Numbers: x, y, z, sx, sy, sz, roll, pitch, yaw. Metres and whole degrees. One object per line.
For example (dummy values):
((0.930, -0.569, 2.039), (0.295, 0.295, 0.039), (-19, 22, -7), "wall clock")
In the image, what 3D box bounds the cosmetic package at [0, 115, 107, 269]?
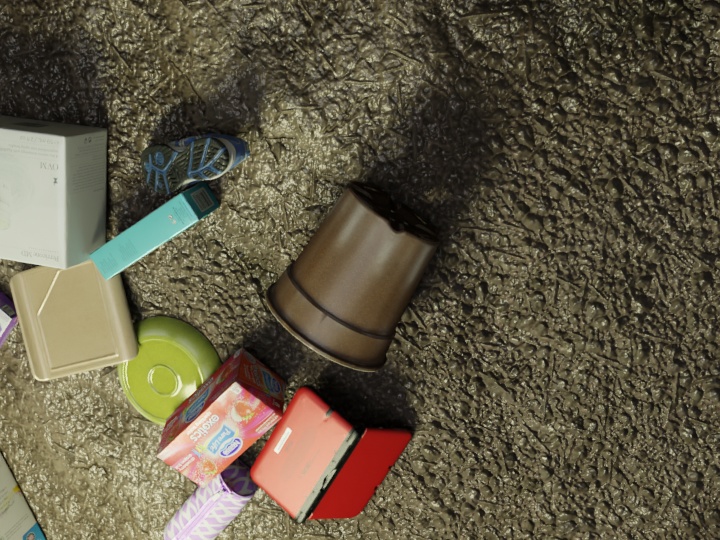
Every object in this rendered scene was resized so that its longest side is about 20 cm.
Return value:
((-0.505, -0.123, 1.399), (0.196, 0.123, 0.203), (8, 106, 15), "cosmetic package")

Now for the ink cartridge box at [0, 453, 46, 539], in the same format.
((-0.703, 0.461, 1.648), (0.143, 0.147, 0.202), (-18, 102, 21), "ink cartridge box")

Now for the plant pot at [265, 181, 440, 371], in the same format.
((0.000, 0.000, 1.265), (0.199, 0.200, 0.200), (34, 107, 4), "plant pot")

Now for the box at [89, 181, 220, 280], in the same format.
((-0.315, -0.061, 1.392), (0.198, 0.082, 0.050), (-30, 98, 24), "box")

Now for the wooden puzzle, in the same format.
((-0.469, 0.073, 1.499), (0.197, 0.037, 0.188), (-14, 91, 16), "wooden puzzle")

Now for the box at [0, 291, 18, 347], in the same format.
((-0.693, 0.058, 1.570), (0.200, 0.039, 0.137), (42, 114, 0), "box")

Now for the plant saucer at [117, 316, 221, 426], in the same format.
((-0.320, 0.176, 1.501), (0.197, 0.031, 0.203), (5, 108, 16), "plant saucer")

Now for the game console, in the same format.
((-0.048, 0.287, 1.427), (0.172, 0.118, 0.201), (38, 114, 15), "game console")

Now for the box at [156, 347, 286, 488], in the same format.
((-0.218, 0.233, 1.434), (0.099, 0.096, 0.200), (40, 112, -21), "box")

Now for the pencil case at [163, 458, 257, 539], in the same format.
((-0.252, 0.401, 1.525), (0.084, 0.086, 0.201), (39, 115, 0), "pencil case")

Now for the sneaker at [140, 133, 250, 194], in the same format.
((-0.247, -0.159, 1.346), (0.198, 0.077, 0.077), (0, 106, 36), "sneaker")
